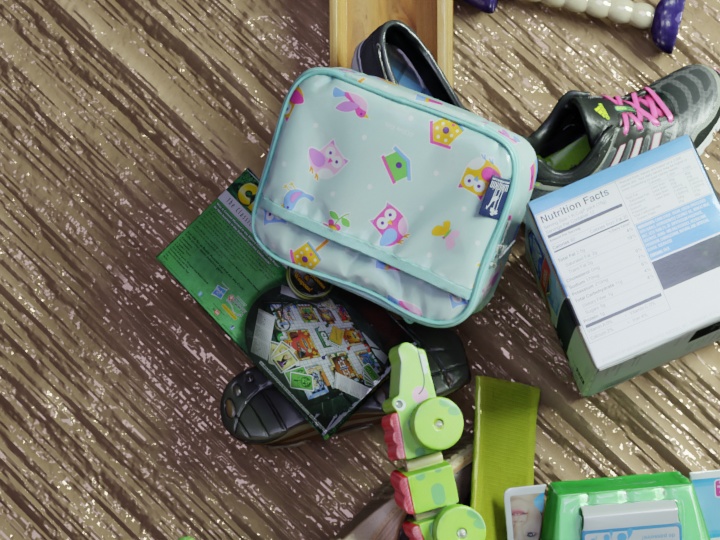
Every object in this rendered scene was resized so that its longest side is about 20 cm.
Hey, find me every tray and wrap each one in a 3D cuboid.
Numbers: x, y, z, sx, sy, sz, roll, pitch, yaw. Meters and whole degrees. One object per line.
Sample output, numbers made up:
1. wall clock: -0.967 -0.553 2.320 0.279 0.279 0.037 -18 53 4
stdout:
1. tray: 0.026 -0.219 1.326 0.097 0.037 0.203 1 95 16

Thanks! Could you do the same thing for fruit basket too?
1. fruit basket: 0.206 0.258 1.235 0.183 0.094 0.203 -4 86 0

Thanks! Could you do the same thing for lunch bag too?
1. lunch bag: 0.025 -0.052 1.204 0.198 0.077 0.162 23 101 14

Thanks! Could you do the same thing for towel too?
1. towel: 0.111 0.186 1.260 0.018 0.086 0.203 -4 78 34

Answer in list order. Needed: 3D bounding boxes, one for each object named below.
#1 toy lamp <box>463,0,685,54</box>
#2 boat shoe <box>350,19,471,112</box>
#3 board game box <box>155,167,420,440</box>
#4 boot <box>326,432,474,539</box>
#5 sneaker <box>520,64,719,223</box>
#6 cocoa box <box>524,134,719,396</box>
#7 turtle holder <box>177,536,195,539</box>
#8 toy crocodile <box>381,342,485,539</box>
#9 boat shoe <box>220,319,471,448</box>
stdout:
1. toy lamp: 0.165 -0.226 1.335 0.198 0.058 0.059 13 82 7
2. boat shoe: 0.064 -0.107 1.260 0.069 0.066 0.201 -23 78 -27
3. board game box: -0.057 0.024 1.263 0.105 0.023 0.200 -43 74 -2
4. boot: 0.065 0.243 1.273 0.199 0.072 0.167 -38 97 -15
5. sneaker: 0.202 -0.111 1.289 0.198 0.088 0.074 -29 54 1
6. cocoa box: 0.205 0.001 1.222 0.132 0.200 0.132 -23 79 1
7. turtle holder: -0.109 0.300 1.229 0.130 0.141 0.188 7 80 4
8. toy crocodile: 0.047 0.153 1.201 0.061 0.067 0.203 -12 89 -13
9. boat shoe: -0.011 0.093 1.290 0.198 0.074 0.077 -12 68 3
